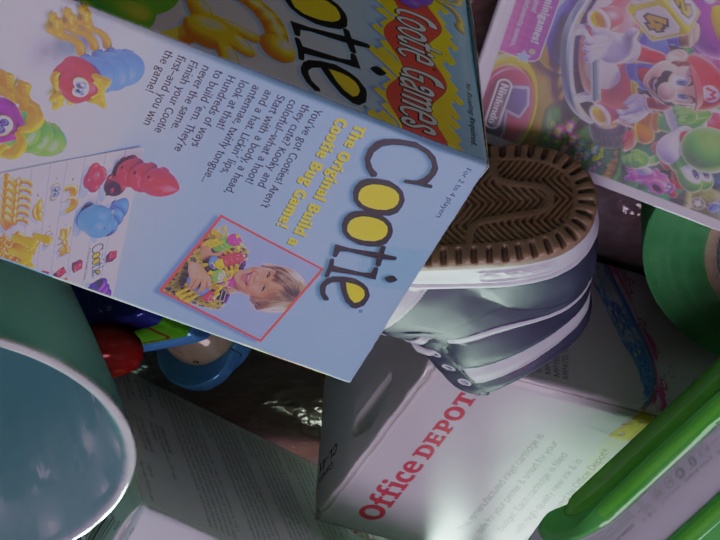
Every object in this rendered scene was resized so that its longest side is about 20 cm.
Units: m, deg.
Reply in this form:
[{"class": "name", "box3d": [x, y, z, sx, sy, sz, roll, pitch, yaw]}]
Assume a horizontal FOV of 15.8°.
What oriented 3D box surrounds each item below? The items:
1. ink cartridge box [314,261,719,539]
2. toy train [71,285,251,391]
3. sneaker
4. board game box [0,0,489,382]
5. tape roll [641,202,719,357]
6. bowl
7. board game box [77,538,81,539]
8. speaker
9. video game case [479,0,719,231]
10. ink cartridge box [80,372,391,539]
[{"class": "ink cartridge box", "box3d": [0.097, 0.070, 1.183, 0.199, 0.086, 0.148, 17, 140, -16]}, {"class": "toy train", "box3d": [-0.153, 0.026, 1.162, 0.199, 0.085, 0.116, -12, 158, 26]}, {"class": "sneaker", "box3d": [0.000, 0.000, 1.051, 0.199, 0.071, 0.109, 1, 152, 11]}, {"class": "board game box", "box3d": [-0.071, -0.062, 0.852, 0.199, 0.103, 0.105, 21, 125, -17]}, {"class": "tape roll", "box3d": [0.216, -0.025, 1.076, 0.199, 0.048, 0.201, 2, 144, 1]}, {"class": "bowl", "box3d": [-0.189, 0.033, 1.017, 0.199, 0.106, 0.201, -5, 146, -3]}, {"class": "board game box", "box3d": [-0.105, 0.167, 1.353, 0.199, 0.062, 0.200, 27, 138, -30]}, {"class": "speaker", "box3d": [0.155, 0.085, 1.075, 0.088, 0.089, 0.200, 29, 117, -31]}, {"class": "video game case", "box3d": [0.147, -0.074, 0.975, 0.199, 0.018, 0.144, 21, 132, 3]}, {"class": "ink cartridge box", "box3d": [-0.040, 0.127, 1.199, 0.199, 0.163, 0.057, 31, 101, -22]}]
